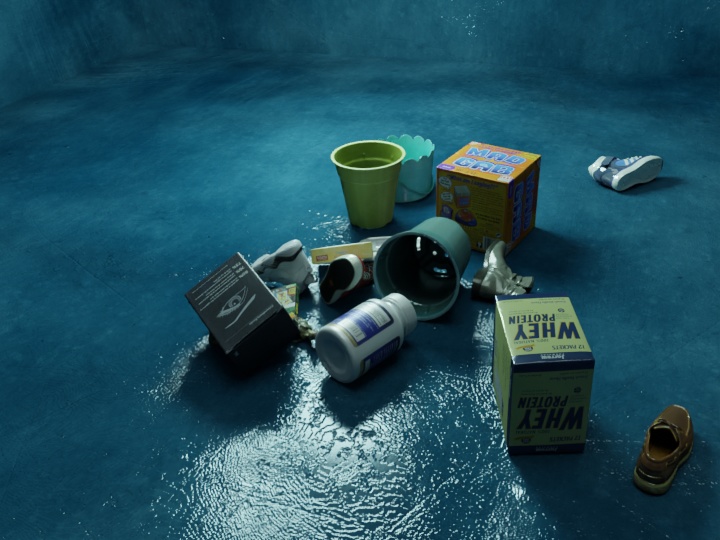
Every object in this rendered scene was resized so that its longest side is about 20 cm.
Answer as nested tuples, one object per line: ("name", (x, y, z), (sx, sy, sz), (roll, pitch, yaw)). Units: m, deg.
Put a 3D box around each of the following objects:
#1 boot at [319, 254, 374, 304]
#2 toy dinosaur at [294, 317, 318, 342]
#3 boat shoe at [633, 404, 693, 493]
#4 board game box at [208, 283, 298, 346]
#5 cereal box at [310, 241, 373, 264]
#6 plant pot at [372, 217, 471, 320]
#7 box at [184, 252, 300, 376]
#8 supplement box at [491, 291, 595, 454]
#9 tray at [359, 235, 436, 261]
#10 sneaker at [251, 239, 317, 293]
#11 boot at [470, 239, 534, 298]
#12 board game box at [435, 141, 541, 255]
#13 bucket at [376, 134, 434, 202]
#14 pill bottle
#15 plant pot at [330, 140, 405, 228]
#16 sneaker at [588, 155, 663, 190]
("boot", (0.000, 0.000, 1.703), (0.143, 0.200, 0.073), (-22, 78, -26))
("toy dinosaur", (-0.152, 0.117, 1.649), (0.087, 0.048, 0.200), (-13, 27, -22))
("boat shoe", (0.511, 0.283, 1.275), (0.071, 0.068, 0.200), (17, 36, 30))
("board game box", (-0.227, 0.094, 1.641), (0.197, 0.024, 0.106), (-15, 47, 10))
("cereal box", (-0.040, -0.040, 1.807), (0.142, 0.040, 0.200), (-7, 1, 1))
("plant pot", (0.154, -0.021, 1.720), (0.197, 0.203, 0.196), (10, 25, 21))
("box", (-0.241, 0.087, 1.561), (0.147, 0.105, 0.200), (-38, 52, -8))
("supplement box", (0.311, 0.177, 1.342), (0.132, 0.203, 0.201), (-3, 31, 2))
("tray", (0.097, -0.064, 1.949), (0.197, 0.022, 0.108), (-4, 29, -1))
("sneaker", (-0.189, 0.014, 1.798), (0.199, 0.116, 0.075), (-26, 14, 36))
("boot", (0.341, 0.012, 1.768), (0.129, 0.068, 0.201), (14, 42, 19))
("board game box", (0.324, -0.186, 1.955), (0.198, 0.202, 0.199), (18, 36, 30))
("bucket", (0.120, -0.295, 2.226), (0.204, 0.137, 0.208), (-3, 31, 2))
("pill bottle", (0.017, 0.127, 1.536), (0.119, 0.121, 0.199), (24, 39, 39))
("plant pot", (0.024, -0.222, 2.057), (0.197, 0.192, 0.201), (-2, 29, 1))
("sneaker", (0.763, -0.307, 2.239), (0.198, 0.081, 0.146), (-23, 40, -21))
